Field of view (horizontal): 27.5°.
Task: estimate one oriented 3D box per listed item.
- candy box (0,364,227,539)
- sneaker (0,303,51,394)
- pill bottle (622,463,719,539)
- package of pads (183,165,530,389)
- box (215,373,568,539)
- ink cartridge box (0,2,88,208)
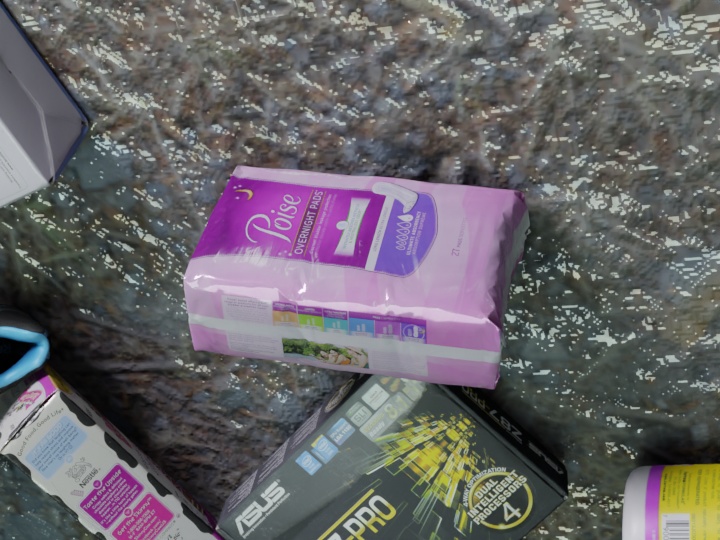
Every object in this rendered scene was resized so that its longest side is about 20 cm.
[{"bbox_3d":[-0.177,0.158,1.071,0.061,0.136,0.200,-47,109,-8],"label":"candy box"},{"bbox_3d":[-0.309,0.069,1.013,0.082,0.199,0.074,6,114,61],"label":"sneaker"},{"bbox_3d":[0.278,0.179,0.970,0.198,0.105,0.105,-4,125,19],"label":"pill bottle"},{"bbox_3d":[0.000,0.000,0.909,0.198,0.121,0.076,6,133,12],"label":"package of pads"},{"bbox_3d":[0.022,0.160,1.033,0.161,0.049,0.200,43,110,-9],"label":"box"},{"bbox_3d":[-0.298,-0.094,0.957,0.199,0.077,0.137,-21,117,27],"label":"ink cartridge box"}]
